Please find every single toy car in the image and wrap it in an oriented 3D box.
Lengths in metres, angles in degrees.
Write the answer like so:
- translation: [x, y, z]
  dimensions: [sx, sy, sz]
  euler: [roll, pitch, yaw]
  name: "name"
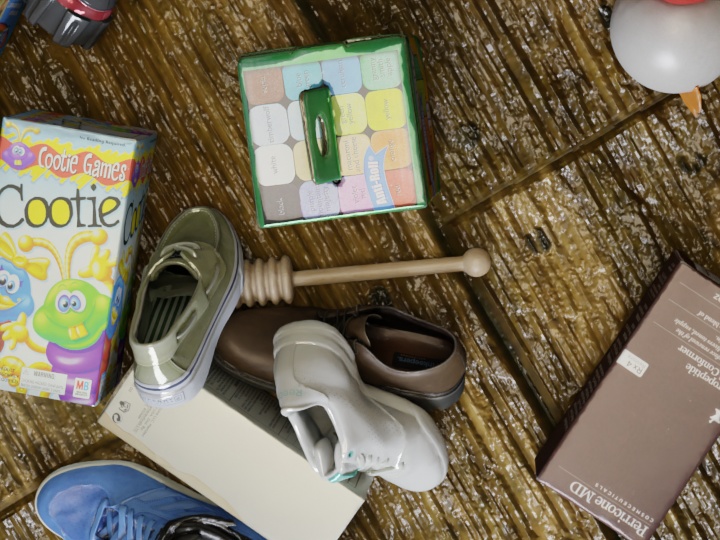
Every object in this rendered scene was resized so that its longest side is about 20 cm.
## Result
- translation: [0.220, -0.207, 1.611]
  dimensions: [0.183, 0.177, 0.201]
  euler: [-14, 124, -8]
  name: "toy car"

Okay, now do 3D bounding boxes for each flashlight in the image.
- translation: [-0.175, -0.257, 1.630]
  dimensions: [0.067, 0.068, 0.200]
  euler: [26, 119, -25]
  name: "flashlight"

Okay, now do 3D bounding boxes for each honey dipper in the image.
- translation: [0.000, 0.000, 1.690]
  dimensions: [0.199, 0.038, 0.038]
  euler: [-7, 96, 2]
  name: "honey dipper"

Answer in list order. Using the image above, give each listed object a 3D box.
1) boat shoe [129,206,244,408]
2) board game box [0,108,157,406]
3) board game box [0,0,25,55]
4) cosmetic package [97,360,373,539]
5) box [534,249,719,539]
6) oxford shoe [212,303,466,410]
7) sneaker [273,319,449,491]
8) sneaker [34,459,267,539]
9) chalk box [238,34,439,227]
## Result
- translation: [-0.127, 0.013, 1.622]
  dimensions: [0.072, 0.201, 0.062]
  euler: [-2, 131, 7]
  name: "boat shoe"
- translation: [-0.224, -0.012, 1.669]
  dimensions: [0.102, 0.105, 0.201]
  euler: [10, 98, 2]
  name: "board game box"
- translation: [-0.267, -0.234, 1.624]
  dimensions: [0.045, 0.152, 0.201]
  euler: [27, 97, 1]
  name: "board game box"
- translation: [-0.091, 0.133, 1.677]
  dimensions: [0.200, 0.104, 0.073]
  euler: [36, 100, 1]
  name: "cosmetic package"
- translation: [0.224, 0.095, 1.665]
  dimensions: [0.100, 0.075, 0.201]
  euler: [32, 99, 0]
  name: "box"
- translation: [-0.018, 0.050, 1.663]
  dimensions: [0.199, 0.085, 0.073]
  euler: [4, 61, 1]
  name: "oxford shoe"
- translation: [-0.006, 0.125, 1.629]
  dimensions: [0.075, 0.089, 0.200]
  euler: [-19, 136, 29]
  name: "sneaker"
- translation: [-0.159, 0.203, 1.685]
  dimensions: [0.199, 0.111, 0.077]
  euler: [19, 98, 2]
  name: "sneaker"
- translation: [-0.014, -0.102, 1.587]
  dimensions: [0.123, 0.200, 0.125]
  euler: [-6, 96, 5]
  name: "chalk box"
